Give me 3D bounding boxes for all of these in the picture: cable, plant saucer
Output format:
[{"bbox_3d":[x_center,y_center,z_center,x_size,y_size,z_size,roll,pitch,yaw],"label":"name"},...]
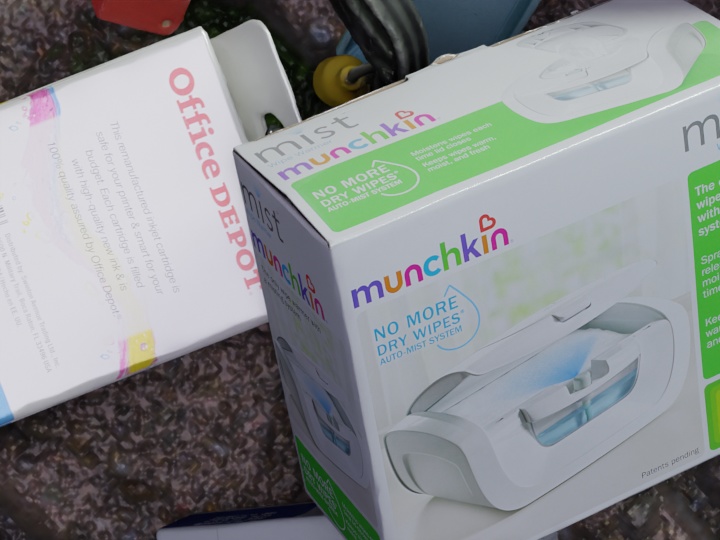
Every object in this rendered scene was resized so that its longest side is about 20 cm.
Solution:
[{"bbox_3d":[0.012,-0.072,0.917,0.050,0.200,0.097,-38,81,-2],"label":"cable"},{"bbox_3d":[0.047,-0.134,0.926,0.070,0.200,0.019,27,61,-2],"label":"plant saucer"}]

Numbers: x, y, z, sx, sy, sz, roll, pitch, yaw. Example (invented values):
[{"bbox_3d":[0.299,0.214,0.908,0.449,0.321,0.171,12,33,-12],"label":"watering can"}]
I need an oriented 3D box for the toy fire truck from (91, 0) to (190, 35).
[{"bbox_3d":[-0.013,-0.164,0.966,0.199,0.141,0.049,1,56,-33],"label":"toy fire truck"}]

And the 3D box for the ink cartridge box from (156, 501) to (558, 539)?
[{"bbox_3d":[0.010,0.202,0.966,0.199,0.041,0.201,-10,94,32],"label":"ink cartridge box"}]

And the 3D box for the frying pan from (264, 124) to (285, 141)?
[{"bbox_3d":[0.007,-0.009,0.928,0.031,0.115,0.191,10,131,22],"label":"frying pan"}]

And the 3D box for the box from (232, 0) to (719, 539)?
[{"bbox_3d":[0.067,0.005,0.868,0.199,0.097,0.177,-22,125,-18],"label":"box"}]

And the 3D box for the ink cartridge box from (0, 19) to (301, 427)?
[{"bbox_3d":[-0.114,-0.020,0.956,0.199,0.125,0.129,-20,94,-2],"label":"ink cartridge box"}]
